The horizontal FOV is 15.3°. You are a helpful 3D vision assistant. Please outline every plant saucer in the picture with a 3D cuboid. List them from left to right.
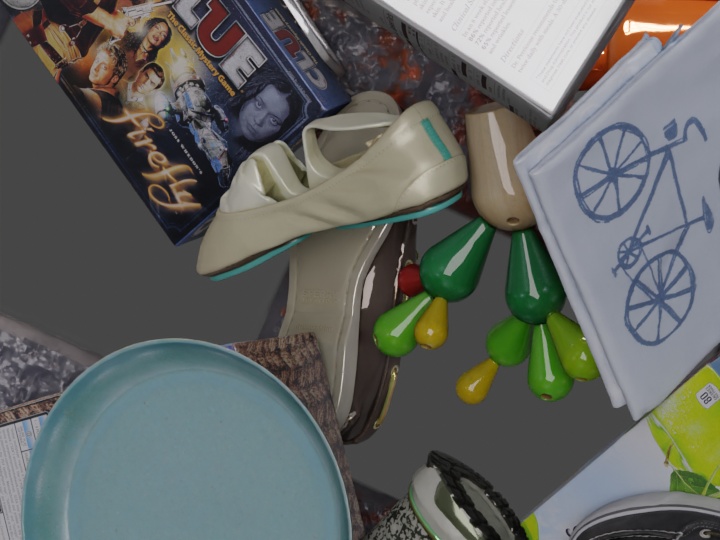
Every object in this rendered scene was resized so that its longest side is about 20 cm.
[{"bbox_3d":[-0.088,0.135,1.403,0.199,0.027,0.202,2,94,26],"label":"plant saucer"}]

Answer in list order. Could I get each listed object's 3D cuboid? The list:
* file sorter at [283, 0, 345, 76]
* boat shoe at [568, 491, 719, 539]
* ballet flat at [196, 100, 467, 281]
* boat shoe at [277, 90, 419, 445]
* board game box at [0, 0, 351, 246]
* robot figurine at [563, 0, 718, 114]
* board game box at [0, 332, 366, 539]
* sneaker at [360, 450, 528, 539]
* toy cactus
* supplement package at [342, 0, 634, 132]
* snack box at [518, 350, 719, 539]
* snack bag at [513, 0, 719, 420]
[{"bbox_3d":[0.029,-0.213,1.497,0.199,0.139,0.125,-33,86,4],"label":"file sorter"},{"bbox_3d":[0.192,0.165,1.374,0.199,0.066,0.070,11,110,24],"label":"boat shoe"},{"bbox_3d":[-0.026,-0.048,1.465,0.199,0.069,0.070,-17,84,40],"label":"ballet flat"},{"bbox_3d":[0.000,0.000,1.528,0.071,0.059,0.202,7,86,39],"label":"boat shoe"},{"bbox_3d":[-0.114,-0.135,1.533,0.135,0.035,0.200,-40,83,29],"label":"board game box"},{"bbox_3d":[0.202,-0.095,1.481,0.198,0.117,0.145,2,63,6],"label":"robot figurine"},{"bbox_3d":[-0.110,0.137,1.483,0.199,0.097,0.161,-16,86,26],"label":"board game box"},{"bbox_3d":[0.070,0.199,1.443,0.088,0.077,0.201,-38,76,21],"label":"sneaker"},{"bbox_3d":[0.098,-0.012,1.457,0.199,0.102,0.166,-8,103,29],"label":"toy cactus"},{"bbox_3d":[0.053,-0.189,1.351,0.199,0.151,0.152,33,91,3],"label":"supplement package"},{"bbox_3d":[0.185,0.162,1.455,0.169,0.068,0.200,50,122,7],"label":"snack box"},{"bbox_3d":[0.175,-0.049,1.362,0.200,0.189,0.021,-42,42,-16],"label":"snack bag"}]
